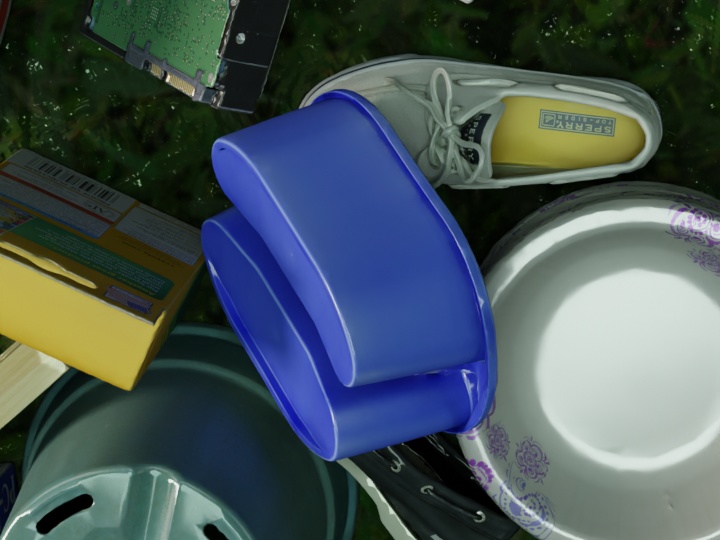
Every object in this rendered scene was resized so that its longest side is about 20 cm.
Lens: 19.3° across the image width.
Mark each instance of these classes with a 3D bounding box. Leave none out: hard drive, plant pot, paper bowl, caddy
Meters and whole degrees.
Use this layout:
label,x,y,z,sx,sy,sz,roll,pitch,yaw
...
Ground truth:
label,x,y,z,sx,sy,sz,roll,pitch,yaw
hard drive,-0.075,-0.197,1.106,0.038,0.140,0.200,8,106,-40
plant pot,-0.107,0.148,1.146,0.200,0.196,0.201,1,103,4
paper bowl,0.149,0.051,1.150,0.200,0.104,0.201,1,103,4
caddy,0.000,0.000,1.094,0.105,0.200,0.141,-18,147,-24

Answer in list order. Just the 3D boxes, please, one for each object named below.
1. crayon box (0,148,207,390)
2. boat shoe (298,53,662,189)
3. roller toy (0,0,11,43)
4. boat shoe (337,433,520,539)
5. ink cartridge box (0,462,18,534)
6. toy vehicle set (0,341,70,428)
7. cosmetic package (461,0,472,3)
label,x,y,z,sx,sy,sz,roll,pitch,yaw
crayon box,-0.155,-0.001,1.114,0.126,0.200,0.052,25,103,-1
boat shoe,0.061,-0.073,1.138,0.202,0.086,0.075,5,101,7
roller toy,-0.268,-0.147,1.099,0.140,0.200,0.183,16,124,2
boat shoe,0.016,0.085,1.177,0.066,0.075,0.199,-36,93,21
ink cartridge box,-0.228,0.179,1.159,0.044,0.200,0.094,-6,102,7
toy vehicle set,-0.230,0.092,1.179,0.200,0.124,0.027,-40,96,12
cosmetic package,0.059,-0.252,1.105,0.113,0.081,0.200,31,104,-2
